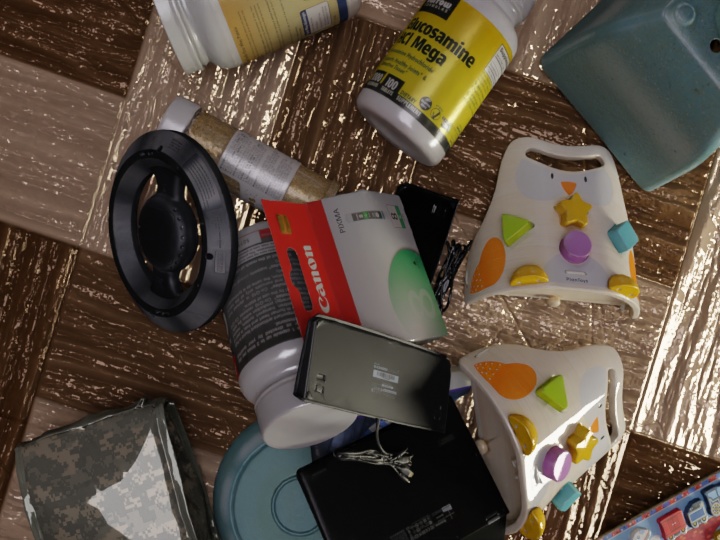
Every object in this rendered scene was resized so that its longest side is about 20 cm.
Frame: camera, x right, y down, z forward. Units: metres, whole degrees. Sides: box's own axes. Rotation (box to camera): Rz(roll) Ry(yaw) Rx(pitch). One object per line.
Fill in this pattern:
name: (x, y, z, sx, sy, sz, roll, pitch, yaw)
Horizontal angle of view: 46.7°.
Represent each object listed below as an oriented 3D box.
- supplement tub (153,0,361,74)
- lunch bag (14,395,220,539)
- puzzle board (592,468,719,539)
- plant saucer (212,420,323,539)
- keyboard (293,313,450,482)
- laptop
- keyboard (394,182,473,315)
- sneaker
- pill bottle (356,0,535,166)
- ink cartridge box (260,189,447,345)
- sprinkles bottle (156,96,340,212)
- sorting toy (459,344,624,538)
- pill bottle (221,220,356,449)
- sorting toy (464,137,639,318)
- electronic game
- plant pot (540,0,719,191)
supplement tub: (-0.110, -0.295, 0.844, 0.196, 0.144, 0.147, -23, 93, -3)
lunch bag: (-0.247, 0.241, 0.862, 0.160, 0.118, 0.205, -16, 97, -2)
puzzle board: (0.363, 0.331, 0.931, 0.196, 0.017, 0.154, -22, 92, -14)
plant saucer: (-0.066, 0.256, 0.918, 0.194, 0.027, 0.206, 0, 91, -3)
keyboard: (0.014, 0.123, 0.770, 0.198, 0.020, 0.130, 21, 71, -42)
laptop: (0.045, 0.269, 0.845, 0.184, 0.116, 0.203, -20, 73, -24)
keyboard: (0.059, 0.014, 0.924, 0.102, 0.040, 0.204, 20, 92, 20)
sneaker: (0.042, 0.193, 0.888, 0.196, 0.080, 0.150, -14, 93, -19)
pill bottle: (0.093, -0.223, 0.874, 0.111, 0.112, 0.202, 35, 89, -3)
ink cartridge box: (0.000, 0.000, 0.820, 0.049, 0.198, 0.165, -25, 77, 28)
sprinkles bottle: (-0.120, -0.108, 0.885, 0.197, 0.068, 0.069, 28, 90, -4)
sorting toy: (0.210, 0.167, 0.882, 0.177, 0.106, 0.205, -22, 114, -26)
pill bottle: (-0.075, 0.063, 0.827, 0.111, 0.115, 0.203, -17, 59, -3)
sorting toy: (0.219, -0.054, 0.907, 0.194, 0.107, 0.185, 5, 72, -4)
electronic game: (-0.193, -0.039, 0.844, 0.197, 0.041, 0.206, 9, 104, 40)
plant pot: (0.338, -0.226, 0.843, 0.195, 0.200, 0.197, -42, 93, -4)
